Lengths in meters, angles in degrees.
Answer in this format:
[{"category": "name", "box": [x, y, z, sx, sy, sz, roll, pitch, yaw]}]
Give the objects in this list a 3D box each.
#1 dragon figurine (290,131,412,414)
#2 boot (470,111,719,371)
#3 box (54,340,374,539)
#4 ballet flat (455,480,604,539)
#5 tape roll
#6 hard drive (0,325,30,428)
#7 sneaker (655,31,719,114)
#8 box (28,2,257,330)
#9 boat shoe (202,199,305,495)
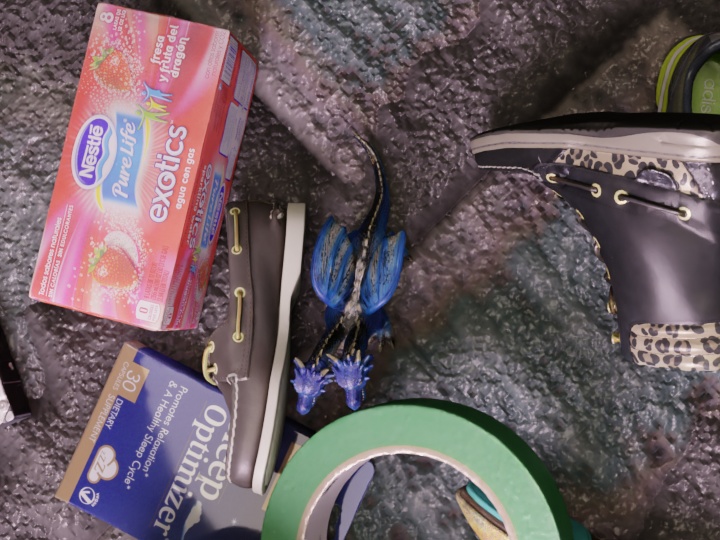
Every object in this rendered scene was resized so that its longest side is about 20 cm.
[{"category": "dragon figurine", "box": [0.000, 0.000, 0.755, 0.058, 0.099, 0.202, 10, 83, 7]}, {"category": "boot", "box": [0.157, -0.022, 0.729, 0.203, 0.073, 0.155, 7, 109, 46]}, {"category": "box", "box": [-0.101, 0.147, 0.796, 0.199, 0.032, 0.122, 25, 90, 6]}, {"category": "ballet flat", "box": [0.150, 0.205, 0.752, 0.198, 0.071, 0.071, 20, 90, 7]}, {"category": "tape roll", "box": [0.035, 0.184, 0.721, 0.198, 0.048, 0.203, 0, 89, 18]}, {"category": "hard drive", "box": [-0.339, 0.038, 0.825, 0.139, 0.038, 0.202, -21, 86, 5]}, {"category": "sneaker", "box": [0.223, -0.063, 0.744, 0.073, 0.081, 0.202, 2, 88, 7]}, {"category": "box", "box": [-0.144, -0.067, 0.776, 0.094, 0.103, 0.202, 13, 90, 7]}, {"category": "boat shoe", "box": [-0.075, 0.048, 0.762, 0.060, 0.072, 0.203, 6, 68, -1]}]
